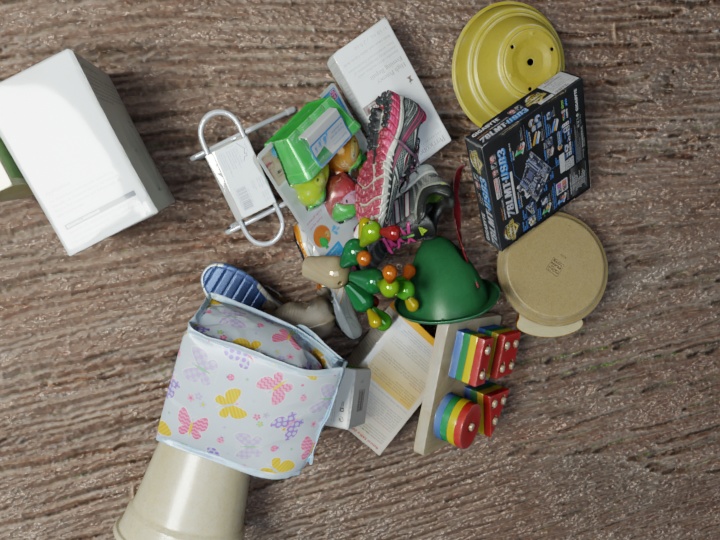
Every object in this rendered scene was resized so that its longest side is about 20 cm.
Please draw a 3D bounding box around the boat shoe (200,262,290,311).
[{"bbox_3d":[-0.157,0.054,0.917,0.199,0.072,0.073,40,92,-20],"label":"boat shoe"}]

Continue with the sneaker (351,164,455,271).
[{"bbox_3d":[0.066,-0.067,0.895,0.200,0.087,0.074,-47,140,-10],"label":"sneaker"}]

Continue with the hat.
[{"bbox_3d":[0.116,-0.041,0.909,0.161,0.200,0.181,-11,108,-3],"label":"hat"}]

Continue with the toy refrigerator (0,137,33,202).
[{"bbox_3d":[-0.444,-0.134,0.763,0.068,0.200,0.078,-24,103,-6],"label":"toy refrigerator"}]

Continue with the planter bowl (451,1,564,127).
[{"bbox_3d":[0.246,-0.315,0.933,0.194,0.083,0.207,-2,100,-12],"label":"planter bowl"}]

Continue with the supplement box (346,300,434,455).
[{"bbox_3d":[0.041,0.171,0.977,0.126,0.074,0.201,40,90,-15],"label":"supplement box"}]

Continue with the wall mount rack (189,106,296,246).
[{"bbox_3d":[-0.147,-0.147,0.891,0.170,0.075,0.204,-25,103,-3],"label":"wall mount rack"}]

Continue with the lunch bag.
[{"bbox_3d":[-0.131,0.150,0.760,0.195,0.128,0.173,20,111,-2],"label":"lunch bag"}]

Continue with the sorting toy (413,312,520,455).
[{"bbox_3d":[0.177,0.179,0.949,0.198,0.068,0.205,0,103,-55],"label":"sorting toy"}]

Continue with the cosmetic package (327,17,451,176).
[{"bbox_3d":[0.043,-0.253,0.909,0.101,0.074,0.202,-34,103,-4],"label":"cosmetic package"}]

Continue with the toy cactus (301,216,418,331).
[{"bbox_3d":[0.000,0.000,0.835,0.160,0.202,0.104,11,59,17],"label":"toy cactus"}]

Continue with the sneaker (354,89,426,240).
[{"bbox_3d":[0.046,-0.142,0.846,0.073,0.080,0.206,12,92,-28],"label":"sneaker"}]

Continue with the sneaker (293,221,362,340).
[{"bbox_3d":[-0.027,0.008,0.939,0.090,0.076,0.205,-25,104,-11],"label":"sneaker"}]

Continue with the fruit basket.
[{"bbox_3d":[-0.036,-0.136,0.876,0.186,0.093,0.202,-49,115,-29],"label":"fruit basket"}]

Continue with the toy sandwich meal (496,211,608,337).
[{"bbox_3d":[0.315,0.006,1.007,0.198,0.070,0.212,0,81,3],"label":"toy sandwich meal"}]

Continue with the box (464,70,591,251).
[{"bbox_3d":[0.262,-0.162,0.928,0.196,0.050,0.203,-34,130,-11],"label":"box"}]

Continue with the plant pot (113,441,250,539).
[{"bbox_3d":[-0.237,0.305,0.897,0.195,0.200,0.189,18,84,-13],"label":"plant pot"}]

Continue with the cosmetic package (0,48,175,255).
[{"bbox_3d":[-0.348,-0.147,0.780,0.120,0.199,0.204,-26,103,-6],"label":"cosmetic package"}]

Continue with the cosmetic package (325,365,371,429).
[{"bbox_3d":[-0.092,0.172,0.888,0.194,0.108,0.088,7,84,14],"label":"cosmetic package"}]

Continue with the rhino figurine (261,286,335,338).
[{"bbox_3d":[-0.124,0.081,0.847,0.194,0.088,0.061,-17,109,-9],"label":"rhino figurine"}]
